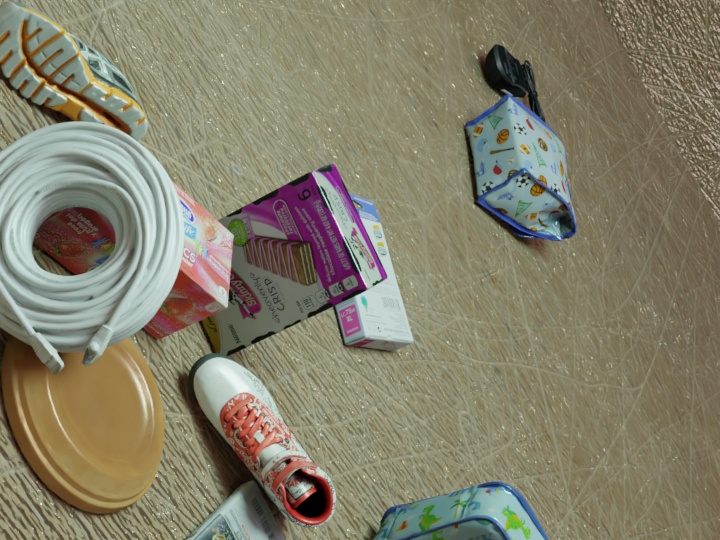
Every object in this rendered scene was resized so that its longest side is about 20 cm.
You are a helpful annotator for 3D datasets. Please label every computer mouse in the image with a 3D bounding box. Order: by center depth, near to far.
[{"bbox_3d":[0.266,-0.312,2.660,0.200,0.046,0.142,9,65,-64],"label":"computer mouse"}]

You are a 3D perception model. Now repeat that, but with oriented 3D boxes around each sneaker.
[{"bbox_3d":[-0.298,-0.204,1.536,0.200,0.078,0.078,45,20,-40],"label":"sneaker"},{"bbox_3d":[-0.094,0.174,1.540,0.202,0.067,0.108,58,-13,-20],"label":"sneaker"}]

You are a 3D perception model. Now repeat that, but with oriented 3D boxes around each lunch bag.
[{"bbox_3d":[0.117,0.329,1.699,0.161,0.199,0.083,56,36,-15],"label":"lunch bag"},{"bbox_3d":[0.270,-0.154,2.448,0.199,0.123,0.171,28,44,-39],"label":"lunch bag"}]

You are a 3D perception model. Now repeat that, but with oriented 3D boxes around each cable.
[{"bbox_3d":[-0.252,-0.027,1.338,0.200,0.200,0.069,42,-13,11],"label":"cable"}]

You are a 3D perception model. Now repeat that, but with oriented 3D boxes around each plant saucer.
[{"bbox_3d":[-0.245,0.122,1.396,0.200,0.037,0.201,41,36,-40],"label":"plant saucer"}]

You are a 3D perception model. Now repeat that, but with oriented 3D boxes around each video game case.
[{"bbox_3d":[-0.105,0.333,1.495,0.201,0.023,0.182,64,27,-6],"label":"video game case"}]

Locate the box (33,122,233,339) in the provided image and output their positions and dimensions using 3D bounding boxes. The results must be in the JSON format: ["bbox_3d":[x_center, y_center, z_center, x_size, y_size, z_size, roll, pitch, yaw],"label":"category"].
[{"bbox_3d":[-0.224,-0.036,1.496,0.200,0.094,0.103,43,35,-38],"label":"box"}]

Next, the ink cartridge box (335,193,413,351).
[{"bbox_3d":[0.000,0.000,1.929,0.119,0.042,0.202,12,61,-57],"label":"ink cartridge box"}]

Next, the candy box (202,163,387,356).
[{"bbox_3d":[-0.089,-0.008,1.600,0.137,0.199,0.061,64,27,0],"label":"candy box"}]
